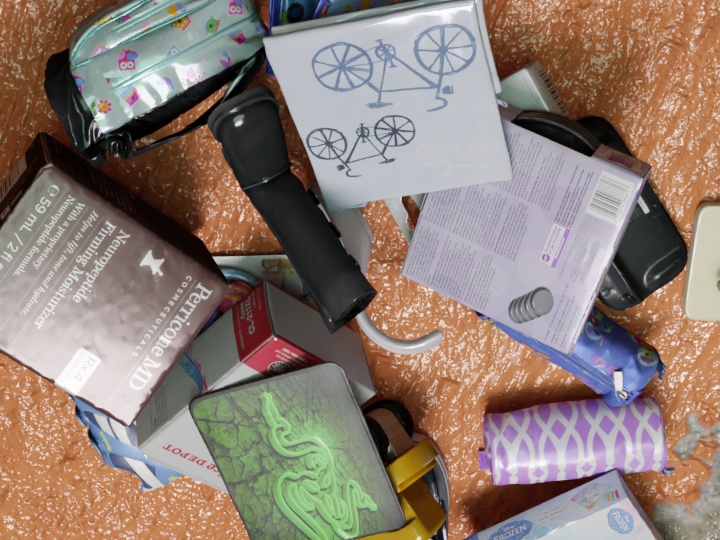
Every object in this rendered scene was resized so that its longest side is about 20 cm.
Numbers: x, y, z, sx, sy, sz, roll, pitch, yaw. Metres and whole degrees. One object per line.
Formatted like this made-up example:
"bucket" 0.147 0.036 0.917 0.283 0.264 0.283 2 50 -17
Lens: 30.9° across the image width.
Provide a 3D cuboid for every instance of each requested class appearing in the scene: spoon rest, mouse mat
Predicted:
"spoon rest" 0.000 0.000 1.255 0.061 0.099 0.200 -33 77 -8
"mouse mat" -0.060 0.187 1.257 0.160 0.008 0.201 -16 114 14

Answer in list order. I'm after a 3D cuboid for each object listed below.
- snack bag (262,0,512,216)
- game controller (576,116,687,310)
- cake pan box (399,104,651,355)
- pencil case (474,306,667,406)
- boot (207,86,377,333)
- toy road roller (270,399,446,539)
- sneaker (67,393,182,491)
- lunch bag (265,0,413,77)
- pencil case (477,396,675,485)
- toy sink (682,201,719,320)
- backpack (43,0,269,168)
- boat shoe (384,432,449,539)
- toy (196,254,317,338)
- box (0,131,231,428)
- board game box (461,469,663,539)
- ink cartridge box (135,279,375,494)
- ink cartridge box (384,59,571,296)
"snack bag" 0.033 -0.141 1.135 0.188 0.021 0.200 -9 131 14
"game controller" 0.247 -0.055 1.303 0.104 0.042 0.200 -37 110 -2
"cake pan box" 0.150 -0.048 1.210 0.184 0.052 0.201 23 117 13
"pencil case" 0.211 0.065 1.322 0.200 0.087 0.078 34 119 -13
"boot" -0.057 -0.050 1.158 0.065 0.165 0.201 -28 79 -4
"toy road roller" -0.004 0.239 1.343 0.200 0.123 0.146 -39 81 18
"sneaker" -0.259 0.157 1.360 0.082 0.074 0.200 -39 107 17
"lunch bag" -0.001 -0.250 1.151 0.094 0.150 0.201 35 124 32
"pencil case" 0.226 0.180 1.378 0.199 0.086 0.084 -4 76 1
"toy sink" 0.436 0.011 1.289 0.199 0.112 0.131 2 113 -2
"backpack" -0.180 -0.193 1.171 0.199 0.167 0.127 -29 112 2
"boat shoe" 0.066 0.281 1.406 0.074 0.093 0.201 -8 113 2
"toy" -0.120 0.044 1.327 0.199 0.047 0.116 -3 112 0
"box" -0.255 0.004 1.196 0.200 0.164 0.166 35 93 -22
"board game box" 0.227 0.319 1.415 0.198 0.043 0.200 -26 133 12
"ink cartridge box" -0.109 0.122 1.305 0.200 0.083 0.146 -39 131 22
"ink cartridge box" 0.124 -0.085 1.263 0.200 0.047 0.160 -28 96 31
